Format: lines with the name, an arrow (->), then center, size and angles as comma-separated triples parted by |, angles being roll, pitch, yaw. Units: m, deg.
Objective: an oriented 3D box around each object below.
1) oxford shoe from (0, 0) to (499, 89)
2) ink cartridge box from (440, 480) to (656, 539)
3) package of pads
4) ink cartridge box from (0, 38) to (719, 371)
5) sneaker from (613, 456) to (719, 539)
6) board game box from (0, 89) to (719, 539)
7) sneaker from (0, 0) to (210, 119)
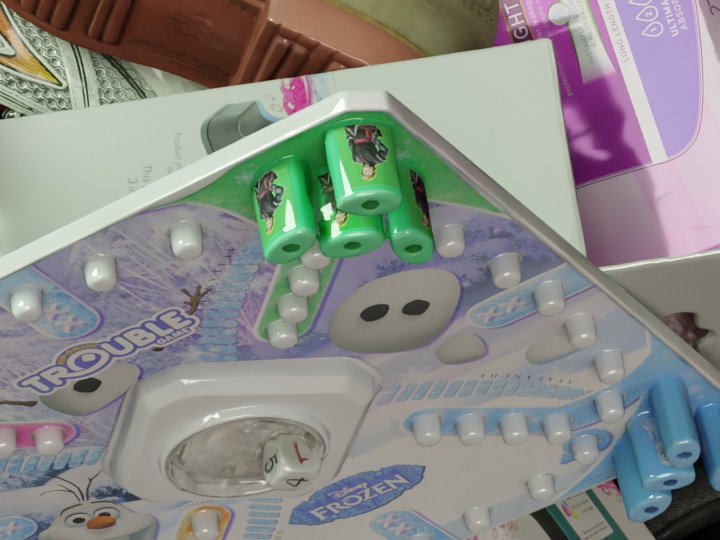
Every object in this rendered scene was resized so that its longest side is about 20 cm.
oxford shoe -> -0.052, -0.100, 0.795 | 0.200, 0.070, 0.075 | 35, 52, -5
ink cartridge box -> 0.017, 0.091, 0.834 | 0.116, 0.067, 0.200 | -49, 67, 31
package of pads -> 0.061, -0.076, 0.863 | 0.120, 0.076, 0.200 | -21, 104, 0
ink cartridge box -> 0.000, 0.000, 0.742 | 0.200, 0.115, 0.068 | -8, 68, 2
sneaker -> 0.056, 0.109, 0.887 | 0.200, 0.112, 0.073 | -36, 104, 3
board game box -> -0.029, 0.046, 0.698 | 0.200, 0.026, 0.200 | -25, 146, 22
sneaker -> -0.113, -0.067, 0.840 | 0.200, 0.078, 0.082 | 45, 72, -6
